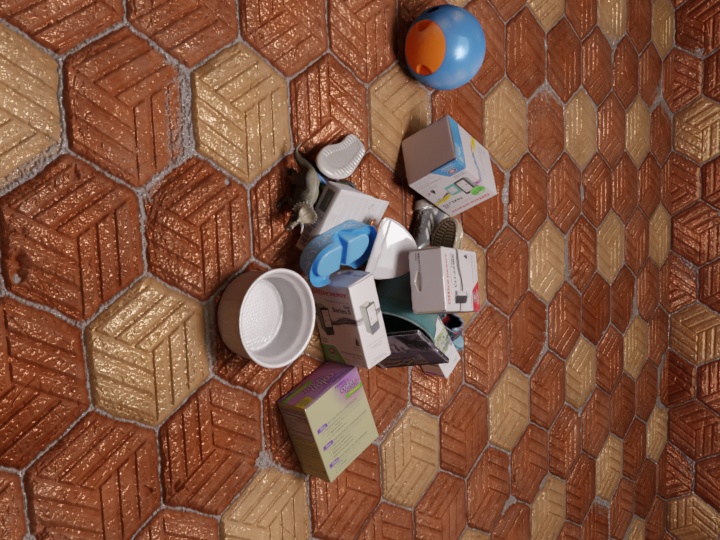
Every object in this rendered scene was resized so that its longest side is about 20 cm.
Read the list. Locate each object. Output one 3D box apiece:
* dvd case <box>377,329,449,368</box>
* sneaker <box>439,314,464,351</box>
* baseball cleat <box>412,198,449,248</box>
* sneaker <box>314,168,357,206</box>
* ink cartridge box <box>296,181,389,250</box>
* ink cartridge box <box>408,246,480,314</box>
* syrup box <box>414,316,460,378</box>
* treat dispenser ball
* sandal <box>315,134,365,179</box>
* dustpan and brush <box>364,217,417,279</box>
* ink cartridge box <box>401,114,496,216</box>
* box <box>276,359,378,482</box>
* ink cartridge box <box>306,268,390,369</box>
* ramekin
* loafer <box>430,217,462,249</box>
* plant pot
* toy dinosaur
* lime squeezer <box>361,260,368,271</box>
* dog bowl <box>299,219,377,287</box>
[{"bbox_3d":[0.090,0.191,1.704,0.149,0.199,0.016,43,50,-40],"label":"dvd case"},{"bbox_3d":[0.241,0.161,1.936,0.200,0.095,0.080,51,59,-36],"label":"sneaker"},{"bbox_3d":[0.156,-0.120,1.856,0.107,0.070,0.200,55,50,-18],"label":"baseball cleat"},{"bbox_3d":[-0.057,-0.175,1.619,0.199,0.071,0.083,32,54,-44],"label":"sneaker"},{"bbox_3d":[-0.037,-0.106,1.597,0.200,0.057,0.163,1,120,-60],"label":"ink cartridge box"},{"bbox_3d":[0.195,0.025,1.635,0.200,0.083,0.145,4,80,-58],"label":"ink cartridge box"},{"bbox_3d":[0.182,0.187,1.886,0.079,0.081,0.200,-50,127,-30],"label":"syrup box"},{"bbox_3d":[0.208,-0.549,1.762,0.200,0.200,0.202,-5,97,-46],"label":"treat dispenser ball"},{"bbox_3d":[-0.047,-0.247,1.611,0.083,0.050,0.203,53,36,-4],"label":"sandal"},{"bbox_3d":[0.103,-0.032,1.641,0.199,0.057,0.140,18,93,-25],"label":"dustpan and brush"},{"bbox_3d":[0.227,-0.261,1.815,0.200,0.146,0.147,28,46,-44],"label":"ink cartridge box"},{"bbox_3d":[-0.071,0.338,1.619,0.176,0.096,0.201,-36,119,-39],"label":"box"},{"bbox_3d":[-0.027,0.106,1.608,0.084,0.145,0.201,-29,113,-40],"label":"ink cartridge box"},{"bbox_3d":[-0.196,0.093,1.462,0.200,0.097,0.202,-5,97,-46],"label":"ramekin"},{"bbox_3d":[0.221,-0.039,1.830,0.068,0.075,0.201,-6,111,-53],"label":"loafer"},{"bbox_3d":[0.113,0.076,1.735,0.200,0.199,0.197,49,52,-37],"label":"plant pot"},{"bbox_3d":[-0.120,-0.170,1.517,0.077,0.102,0.201,23,78,-46],"label":"toy dinosaur"},{"bbox_3d":[0.000,0.000,1.707,0.070,0.038,0.201,-24,111,-43],"label":"lime squeezer"},{"bbox_3d":[-0.050,-0.043,1.549,0.200,0.050,0.112,-30,143,-35],"label":"dog bowl"}]
